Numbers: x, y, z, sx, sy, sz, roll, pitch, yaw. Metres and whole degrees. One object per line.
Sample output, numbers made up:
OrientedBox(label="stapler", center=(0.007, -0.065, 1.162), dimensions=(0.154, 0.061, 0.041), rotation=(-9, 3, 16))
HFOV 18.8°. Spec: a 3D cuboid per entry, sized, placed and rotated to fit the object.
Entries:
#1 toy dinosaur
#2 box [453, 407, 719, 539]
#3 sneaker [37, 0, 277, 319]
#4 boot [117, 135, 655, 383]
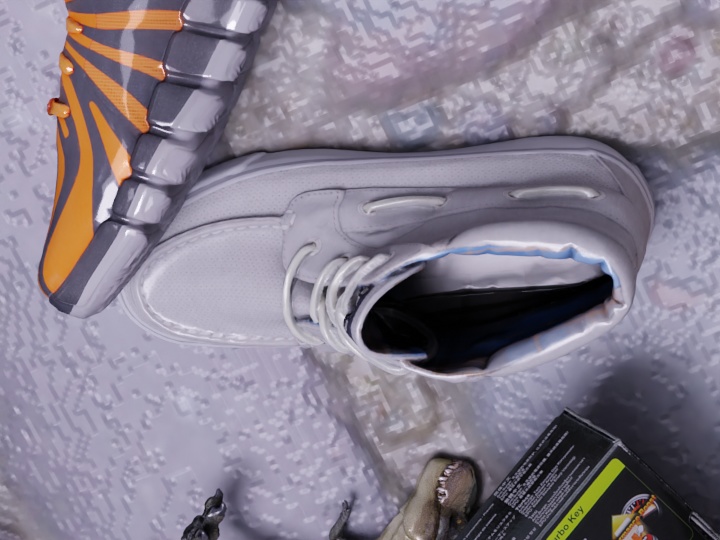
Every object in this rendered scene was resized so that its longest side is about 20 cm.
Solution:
OrientedBox(label="toy dinosaur", center=(-0.043, 0.132, 0.841), dimensions=(0.088, 0.047, 0.200), rotation=(39, 116, -13))
OrientedBox(label="box", center=(0.076, 0.183, 0.766), dimensions=(0.193, 0.048, 0.200), rotation=(42, 84, -25))
OrientedBox(label="sneaker", center=(-0.090, -0.090, 0.741), dimensions=(0.112, 0.078, 0.200), rotation=(24, 96, -1))
OrientedBox(label="boot", center=(0.000, 0.000, 0.752), dimensions=(0.200, 0.096, 0.074), rotation=(-11, 109, 14))
